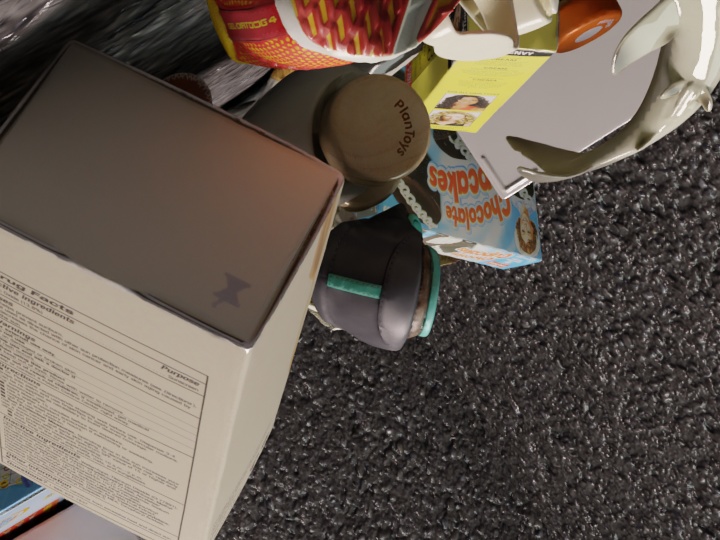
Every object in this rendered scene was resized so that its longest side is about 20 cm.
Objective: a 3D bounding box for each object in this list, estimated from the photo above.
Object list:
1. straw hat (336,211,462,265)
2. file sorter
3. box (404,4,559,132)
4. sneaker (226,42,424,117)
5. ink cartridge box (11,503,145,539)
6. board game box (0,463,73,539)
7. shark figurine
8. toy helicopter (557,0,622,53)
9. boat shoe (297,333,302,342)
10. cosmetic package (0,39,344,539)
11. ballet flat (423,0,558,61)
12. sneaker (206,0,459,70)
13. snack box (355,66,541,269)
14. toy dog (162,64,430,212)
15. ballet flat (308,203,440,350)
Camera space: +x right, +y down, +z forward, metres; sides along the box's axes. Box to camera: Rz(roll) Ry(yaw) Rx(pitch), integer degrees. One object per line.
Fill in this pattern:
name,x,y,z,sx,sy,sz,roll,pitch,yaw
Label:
straw hat,0.007,-0.092,1.134,0.201,0.200,0.086,-35,147,-50
file sorter,0.148,-0.169,1.040,0.199,0.139,0.125,-32,-175,25
box,0.063,-0.132,0.875,0.050,0.076,0.200,3,174,-7
sneaker,-0.026,-0.079,0.928,0.199,0.088,0.076,-34,179,31
ink cartridge box,-0.185,0.197,0.832,0.145,0.085,0.200,-29,175,-25
board game box,-0.213,0.121,0.759,0.195,0.056,0.200,-30,173,-19
shark figurine,0.168,-0.129,0.882,0.090,0.127,0.215,-94,-161,-45
toy helicopter,0.144,-0.200,0.859,0.131,0.079,0.200,-27,170,4
boat shoe,-0.063,0.020,0.693,0.074,0.063,0.200,-16,173,-22
cosmetic package,-0.077,0.021,0.556,0.071,0.105,0.200,-61,177,-30
ballet flat,0.041,-0.118,0.617,0.068,0.076,0.200,-33,-178,30
sneaker,0.033,-0.125,0.501,0.199,0.074,0.077,-30,-158,-30
snack box,0.054,-0.072,1.068,0.037,0.117,0.199,-13,166,34
toy dog,-0.062,-0.062,0.726,0.199,0.097,0.132,-16,174,-36
ballet flat,0.000,0.000,0.758,0.073,0.073,0.200,-33,-178,1
